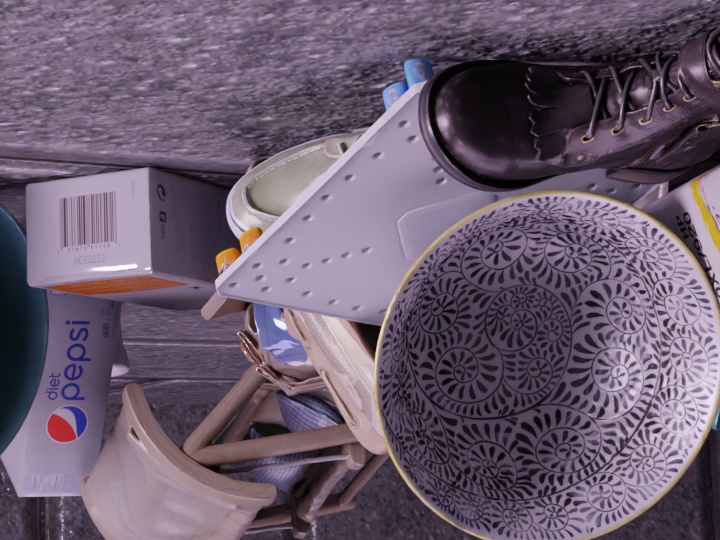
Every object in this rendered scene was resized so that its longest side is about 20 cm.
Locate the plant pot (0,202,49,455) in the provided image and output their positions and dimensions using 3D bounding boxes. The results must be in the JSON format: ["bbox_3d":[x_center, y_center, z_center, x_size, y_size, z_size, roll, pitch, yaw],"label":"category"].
[{"bbox_3d":[-0.332,0.036,1.272,0.160,0.203,0.200,6,178,35],"label":"plant pot"}]

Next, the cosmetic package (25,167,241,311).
[{"bbox_3d":[-0.135,-0.018,1.342,0.101,0.072,0.200,-6,172,25],"label":"cosmetic package"}]

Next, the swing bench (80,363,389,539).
[{"bbox_3d":[-0.086,0.137,1.438,0.199,0.130,0.199,-27,165,-27],"label":"swing bench"}]

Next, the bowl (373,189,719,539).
[{"bbox_3d":[0.096,0.046,1.095,0.199,0.203,0.094,-1,-169,-12],"label":"bowl"}]

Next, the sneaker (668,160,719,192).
[{"bbox_3d":[0.189,-0.026,1.358,0.198,0.079,0.099,-5,175,25],"label":"sneaker"}]

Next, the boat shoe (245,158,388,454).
[{"bbox_3d":[-0.023,0.021,1.203,0.072,0.201,0.065,-11,151,-48],"label":"boat shoe"}]

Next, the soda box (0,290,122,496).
[{"bbox_3d":[-0.229,0.071,1.487,0.063,0.202,0.068,1,-155,-24],"label":"soda box"}]

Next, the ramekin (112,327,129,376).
[{"bbox_3d":[-0.294,0.039,1.615,0.198,0.099,0.201,-3,172,0],"label":"ramekin"}]

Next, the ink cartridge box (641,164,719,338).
[{"bbox_3d":[0.272,-0.014,1.041,0.144,0.148,0.200,-25,177,-16],"label":"ink cartridge box"}]

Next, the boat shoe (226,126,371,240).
[{"bbox_3d":[0.013,-0.060,1.137,0.198,0.073,0.062,-13,156,8],"label":"boat shoe"}]

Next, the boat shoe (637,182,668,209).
[{"bbox_3d":[0.138,-0.020,1.265,0.071,0.060,0.201,11,135,-16],"label":"boat shoe"}]

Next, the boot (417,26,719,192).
[{"bbox_3d":[0.146,-0.094,0.939,0.199,0.070,0.174,-2,168,-32],"label":"boot"}]

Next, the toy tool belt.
[{"bbox_3d":[0.000,0.000,1.300,0.199,0.126,0.123,-30,149,12],"label":"toy tool belt"}]

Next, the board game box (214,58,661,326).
[{"bbox_3d":[0.047,-0.034,1.093,0.199,0.026,0.200,11,140,-38],"label":"board game box"}]

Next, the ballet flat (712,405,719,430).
[{"bbox_3d":[0.241,0.006,1.265,0.064,0.201,0.076,25,-160,19],"label":"ballet flat"}]
